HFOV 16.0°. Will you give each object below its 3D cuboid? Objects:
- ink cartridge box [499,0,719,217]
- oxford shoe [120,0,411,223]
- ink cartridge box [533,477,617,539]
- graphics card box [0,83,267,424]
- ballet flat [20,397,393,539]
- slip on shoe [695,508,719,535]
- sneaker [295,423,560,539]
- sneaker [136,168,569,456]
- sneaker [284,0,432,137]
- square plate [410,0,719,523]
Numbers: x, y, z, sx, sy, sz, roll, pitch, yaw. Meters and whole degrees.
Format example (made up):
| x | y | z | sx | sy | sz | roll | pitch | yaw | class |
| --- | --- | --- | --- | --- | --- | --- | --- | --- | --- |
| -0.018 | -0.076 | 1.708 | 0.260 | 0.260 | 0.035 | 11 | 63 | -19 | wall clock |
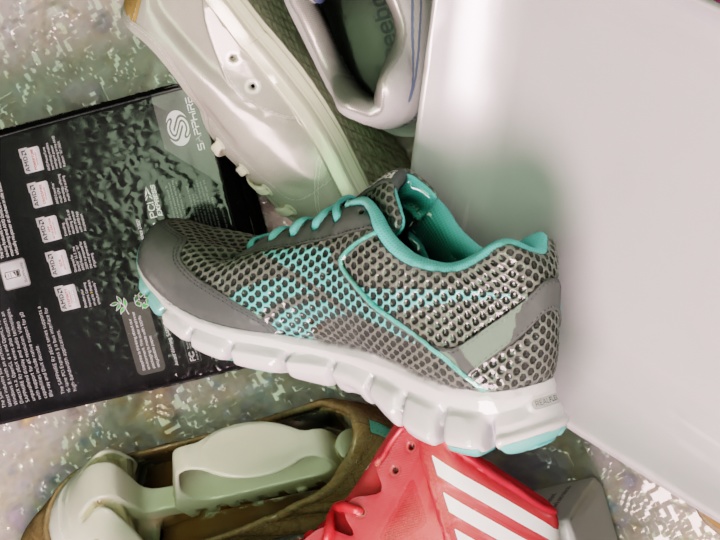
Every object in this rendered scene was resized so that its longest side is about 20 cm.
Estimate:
| x | y | z | sx | sy | sz | roll | pitch | yaw | class |
| --- | --- | --- | --- | --- | --- | --- | --- | --- | --- |
| 0.159 | -0.100 | 0.967 | 0.200 | 0.087 | 0.146 | 39 | 114 | 26 | ink cartridge box |
| -0.029 | -0.056 | 1.056 | 0.058 | 0.075 | 0.200 | -32 | 111 | 17 | oxford shoe |
| 0.020 | 0.186 | 1.087 | 0.199 | 0.085 | 0.145 | -16 | 94 | 16 | ink cartridge box |
| -0.139 | -0.002 | 1.116 | 0.199 | 0.051 | 0.126 | -14 | 94 | 16 | graphics card box |
| -0.074 | 0.096 | 1.098 | 0.199 | 0.072 | 0.068 | -15 | 62 | 15 | ballet flat |
| 0.219 | 0.111 | 1.020 | 0.200 | 0.061 | 0.076 | 31 | 125 | -8 | slip on shoe |
| -0.015 | 0.113 | 1.016 | 0.199 | 0.078 | 0.116 | 3 | 86 | 2 | sneaker |
| 0.000 | 0.000 | 1.001 | 0.200 | 0.078 | 0.092 | 18 | 109 | 29 | sneaker |
| -0.009 | -0.148 | 1.010 | 0.074 | 0.087 | 0.201 | -23 | 91 | 17 | sneaker |
| 0.100 | -0.024 | 0.950 | 0.198 | 0.028 | 0.201 | 32 | 130 | 34 | square plate |
